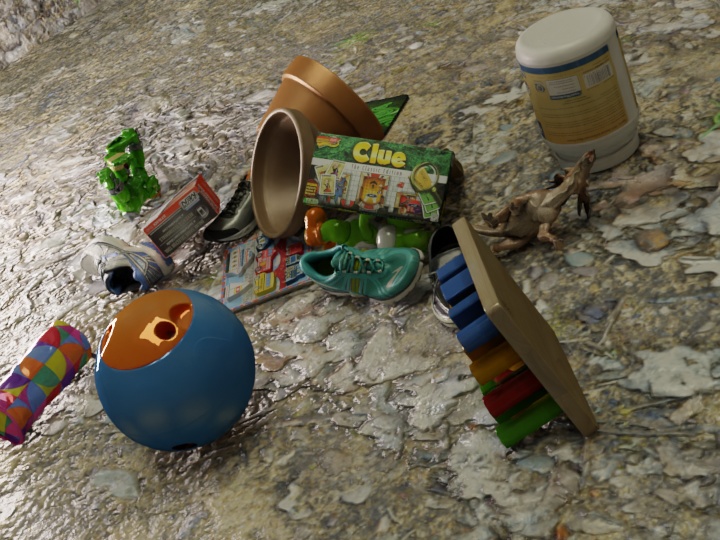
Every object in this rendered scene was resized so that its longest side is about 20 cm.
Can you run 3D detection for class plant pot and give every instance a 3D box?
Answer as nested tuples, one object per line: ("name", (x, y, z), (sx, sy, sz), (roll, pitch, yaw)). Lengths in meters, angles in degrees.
("plant pot", (-0.093, -0.148, 1.889), (0.092, 0.203, 0.201), (3, 18, -27))
("plant pot", (-0.080, -0.239, 2.030), (0.140, 0.200, 0.200), (-48, 33, -9))

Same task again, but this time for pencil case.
("pencil case", (-0.467, 0.161, 1.761), (0.088, 0.089, 0.200), (-4, 33, 32))

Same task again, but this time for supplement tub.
("supplement tub", (0.313, -0.255, 1.730), (0.143, 0.201, 0.145), (-18, 29, 10))

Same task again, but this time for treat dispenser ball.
("treat dispenser ball", (-0.230, 0.123, 1.514), (0.199, 0.202, 0.201), (-18, 29, 11))

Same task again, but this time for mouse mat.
("mouse mat", (-0.021, -0.264, 2.201), (0.198, 0.008, 0.161), (-6, 34, 29))

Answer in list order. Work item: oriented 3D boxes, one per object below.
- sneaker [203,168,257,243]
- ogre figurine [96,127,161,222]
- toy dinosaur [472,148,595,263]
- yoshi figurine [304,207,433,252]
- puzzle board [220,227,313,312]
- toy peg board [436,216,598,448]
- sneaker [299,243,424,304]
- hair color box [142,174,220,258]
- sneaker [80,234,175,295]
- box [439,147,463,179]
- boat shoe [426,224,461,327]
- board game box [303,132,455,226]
("sneaker", (-0.189, -0.116, 2.008), (0.074, 0.080, 0.200), (13, 48, 46))
("ogre figurine", (-0.428, -0.174, 2.243), (0.097, 0.121, 0.200), (-22, 30, -6))
("toy dinosaur", (0.234, -0.077, 1.628), (0.199, 0.086, 0.135), (-21, 13, 42))
("yoshi figurine", (0.023, -0.069, 1.745), (0.199, 0.113, 0.112), (3, 32, 35))
("puzzle board", (-0.145, -0.011, 1.865), (0.150, 0.017, 0.200), (-20, 29, 8))
("toy peg board", (0.146, 0.080, 1.327), (0.098, 0.199, 0.200), (-35, 27, 12))
("sneaker", (0.000, 0.000, 1.655), (0.199, 0.079, 0.078), (-4, 67, 40))
("hair color box", (-0.288, -0.092, 1.978), (0.111, 0.064, 0.200), (-40, 12, 1))
("sneaker", (-0.400, -0.004, 1.990), (0.199, 0.077, 0.085), (1, 42, 39))
("box", (0.065, -0.133, 1.791), (0.162, 0.021, 0.200), (-19, -5, 9))
("boat shoe", (0.121, 0.006, 1.589), (0.074, 0.063, 0.201), (-17, 31, 9))
("board game box", (0.025, -0.127, 1.684), (0.198, 0.023, 0.106), (9, 78, 16))
